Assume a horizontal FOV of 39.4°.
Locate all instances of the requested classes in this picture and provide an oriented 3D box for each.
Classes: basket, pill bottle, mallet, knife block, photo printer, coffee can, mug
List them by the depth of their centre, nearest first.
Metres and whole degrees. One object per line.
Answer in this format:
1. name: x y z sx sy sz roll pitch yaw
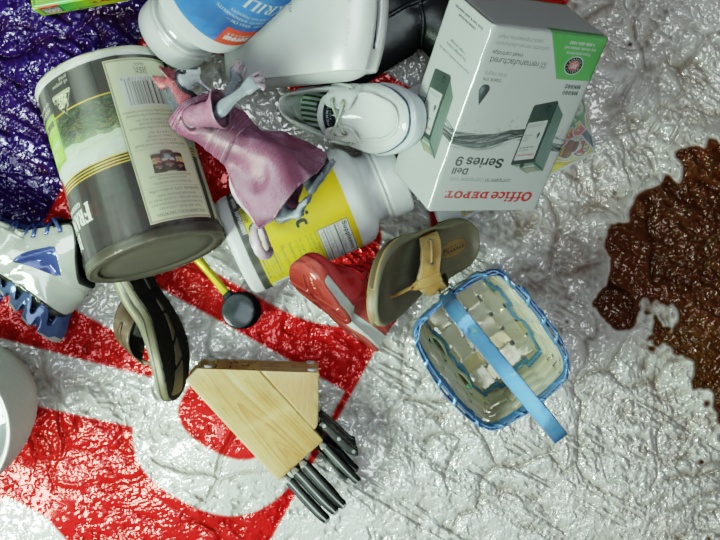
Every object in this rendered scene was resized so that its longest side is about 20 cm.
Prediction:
1. pill bottle: -0.128 -0.283 0.979 0.199 0.112 0.113 -32 98 39
2. coffee can: -0.236 -0.106 1.034 0.145 0.146 0.202 -18 80 -2
3. photo printer: -0.056 -0.276 1.038 0.198 0.069 0.169 4 98 39
4. mug: -0.422 0.171 1.053 0.146 0.175 0.202 16 94 -5
5. basket: 0.143 0.090 1.071 0.139 0.200 0.177 -38 96 0
6. pill bottle: -0.047 -0.064 1.091 0.198 0.111 0.112 -24 96 -2
7. mallet: -0.182 -0.014 1.108 0.041 0.066 0.200 -40 96 -1
8. knife block: -0.097 0.192 1.133 0.197 0.064 0.178 3 94 -4

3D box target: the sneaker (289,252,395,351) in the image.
1. sneaker: 0.000 0.000 1.080 0.078 0.200 0.116 30 80 26

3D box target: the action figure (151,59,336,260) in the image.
1. action figure: -0.129 -0.129 1.000 0.199 0.134 0.150 33 96 -5

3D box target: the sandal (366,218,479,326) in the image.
1. sandal: 0.076 -0.004 1.069 0.199 0.054 0.081 -28 117 -43

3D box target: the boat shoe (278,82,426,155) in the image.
1. boat shoe: -0.015 -0.157 1.042 0.066 0.199 0.074 -8 102 -35

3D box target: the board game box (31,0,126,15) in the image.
1. board game box: -0.260 -0.346 1.083 0.198 0.048 0.103 -11 95 -3

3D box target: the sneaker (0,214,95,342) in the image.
1. sneaker: -0.364 -0.030 1.095 0.115 0.081 0.199 -46 103 -3

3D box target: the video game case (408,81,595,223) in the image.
1. video game case: 0.151 -0.156 1.091 0.198 0.023 0.183 -27 131 -2

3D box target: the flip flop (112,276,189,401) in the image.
1. flip flop: -0.248 0.051 1.108 0.057 0.081 0.202 -26 93 15

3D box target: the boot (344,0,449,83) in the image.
1. boot: 0.051 -0.243 1.101 0.161 0.073 0.200 -26 91 -3

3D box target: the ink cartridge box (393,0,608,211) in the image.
1. ink cartridge box: 0.136 -0.163 1.002 0.145 0.084 0.202 -2 127 -29
